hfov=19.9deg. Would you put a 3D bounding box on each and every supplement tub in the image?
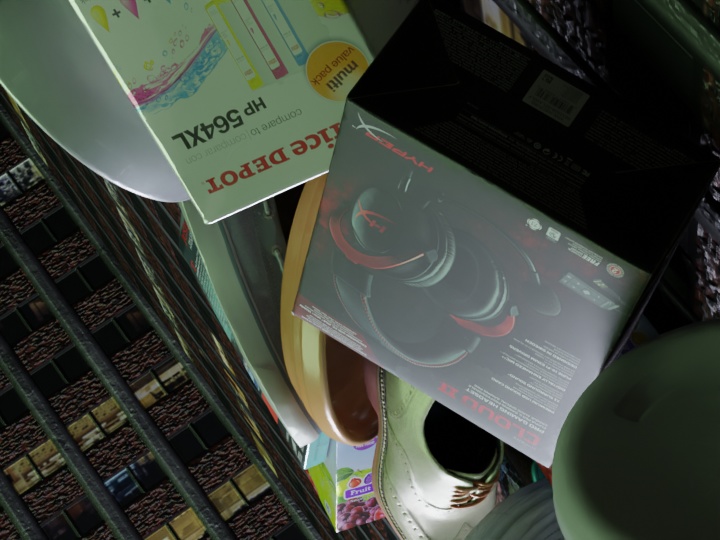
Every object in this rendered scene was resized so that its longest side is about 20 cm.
[{"bbox_3d":[0.174,0.135,0.894,0.145,0.145,0.200,45,164,47],"label":"supplement tub"}]

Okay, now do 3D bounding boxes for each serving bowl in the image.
[{"bbox_3d":[-0.132,-0.135,1.106,0.200,0.066,0.200,42,-157,-22],"label":"serving bowl"}]

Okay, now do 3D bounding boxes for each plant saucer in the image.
[{"bbox_3d":[0.000,0.000,1.187,0.037,0.201,0.200,9,149,18],"label":"plant saucer"}]

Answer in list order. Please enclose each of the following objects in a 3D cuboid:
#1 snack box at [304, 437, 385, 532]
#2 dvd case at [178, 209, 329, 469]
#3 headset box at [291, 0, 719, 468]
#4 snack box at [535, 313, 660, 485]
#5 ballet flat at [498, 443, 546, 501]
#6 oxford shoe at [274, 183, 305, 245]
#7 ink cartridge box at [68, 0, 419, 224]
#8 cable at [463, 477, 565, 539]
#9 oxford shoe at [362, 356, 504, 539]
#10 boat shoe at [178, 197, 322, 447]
[{"bbox_3d":[-0.020,0.048,1.400,0.169,0.067,0.201,-122,24,-43],"label":"snack box"},{"bbox_3d":[-0.068,0.014,1.353,0.200,0.022,0.146,57,156,28],"label":"dvd case"},{"bbox_3d":[0.057,-0.007,0.926,0.148,0.075,0.200,31,148,8],"label":"headset box"},{"bbox_3d":[0.094,0.026,1.102,0.200,0.053,0.142,56,162,32],"label":"snack box"},{"bbox_3d":[0.097,0.099,1.241,0.074,0.074,0.201,-178,72,-77],"label":"ballet flat"},{"bbox_3d":[-0.074,-0.070,1.266,0.200,0.073,0.085,34,137,13],"label":"oxford shoe"},{"bbox_3d":[-0.047,-0.131,1.015,0.200,0.128,0.125,59,-156,-19],"label":"ink cartridge box"},{"bbox_3d":[0.137,0.214,1.165,0.200,0.200,0.069,57,158,-2],"label":"cable"},{"bbox_3d":[0.049,0.115,1.179,0.074,0.071,0.200,45,158,49],"label":"oxford shoe"},{"bbox_3d":[-0.050,0.006,1.213,0.070,0.071,0.201,-129,16,-77],"label":"boat shoe"}]
